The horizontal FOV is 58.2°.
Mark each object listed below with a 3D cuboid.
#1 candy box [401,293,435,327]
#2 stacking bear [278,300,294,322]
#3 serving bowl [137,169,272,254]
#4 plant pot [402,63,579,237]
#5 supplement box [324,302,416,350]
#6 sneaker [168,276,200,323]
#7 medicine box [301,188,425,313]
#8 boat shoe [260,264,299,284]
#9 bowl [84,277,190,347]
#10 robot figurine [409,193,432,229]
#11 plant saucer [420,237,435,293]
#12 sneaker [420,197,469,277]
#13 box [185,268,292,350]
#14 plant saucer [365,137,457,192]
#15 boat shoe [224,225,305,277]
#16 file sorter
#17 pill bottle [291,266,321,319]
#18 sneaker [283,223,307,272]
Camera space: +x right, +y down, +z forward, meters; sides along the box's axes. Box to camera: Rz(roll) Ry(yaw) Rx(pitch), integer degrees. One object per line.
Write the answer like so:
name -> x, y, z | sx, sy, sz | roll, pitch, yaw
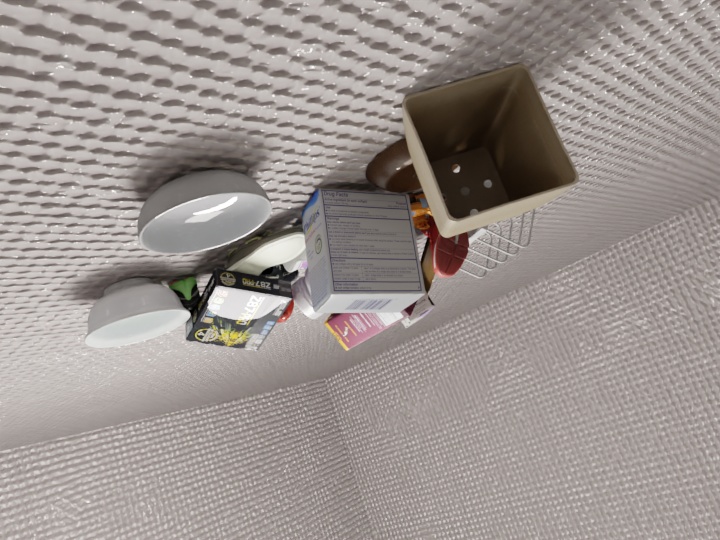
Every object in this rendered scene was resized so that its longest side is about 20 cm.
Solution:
candy box -> 0.090, 0.031, 1.555 | 0.071, 0.201, 0.168 | -32, 172, -6
stacking bear -> -0.236, 0.083, 1.436 | 0.198, 0.123, 0.114 | -8, 142, 26
serving bowl -> -0.234, -0.095, 0.956 | 0.198, 0.066, 0.200 | -19, 167, -5
plant pot -> 0.176, -0.158, 0.989 | 0.198, 0.202, 0.177 | -17, 165, -8
supplement box -> 0.029, 0.080, 1.426 | 0.199, 0.086, 0.111 | -33, -167, 35
sneaker -> -0.374, 0.080, 1.390 | 0.076, 0.085, 0.200 | -15, 165, -13
medicine box -> 0.002, -0.034, 1.164 | 0.180, 0.202, 0.103 | 1, 158, -24
boat shoe -> -0.203, 0.006, 1.379 | 0.199, 0.075, 0.061 | -26, 136, -50
bowl -> -0.441, 0.074, 1.260 | 0.199, 0.091, 0.201 | -19, 166, -5
robot figurine -> 0.062, -0.106, 1.336 | 0.198, 0.059, 0.145 | -15, 164, -20
plant saucer -> 0.169, -0.041, 1.545 | 0.035, 0.202, 0.200 | 16, 165, 2
sneaker -> 0.177, -0.064, 1.405 | 0.078, 0.202, 0.115 | 25, 154, -16
box -> -0.248, 0.084, 1.309 | 0.160, 0.049, 0.200 | 11, 137, -29
plant saucer -> 0.107, -0.186, 1.144 | 0.198, 0.037, 0.201 | -18, 166, -4
boat shoe -> -0.184, -0.040, 1.246 | 0.200, 0.061, 0.072 | -27, 142, 26
file sorter -> 0.285, -0.088, 1.454 | 0.123, 0.140, 0.200 | 22, 153, -12
pill bottle -> -0.052, 0.012, 1.438 | 0.199, 0.115, 0.114 | -37, 162, 16
sneaker -> -0.085, -0.060, 1.307 | 0.113, 0.073, 0.200 | -18, 176, -24
